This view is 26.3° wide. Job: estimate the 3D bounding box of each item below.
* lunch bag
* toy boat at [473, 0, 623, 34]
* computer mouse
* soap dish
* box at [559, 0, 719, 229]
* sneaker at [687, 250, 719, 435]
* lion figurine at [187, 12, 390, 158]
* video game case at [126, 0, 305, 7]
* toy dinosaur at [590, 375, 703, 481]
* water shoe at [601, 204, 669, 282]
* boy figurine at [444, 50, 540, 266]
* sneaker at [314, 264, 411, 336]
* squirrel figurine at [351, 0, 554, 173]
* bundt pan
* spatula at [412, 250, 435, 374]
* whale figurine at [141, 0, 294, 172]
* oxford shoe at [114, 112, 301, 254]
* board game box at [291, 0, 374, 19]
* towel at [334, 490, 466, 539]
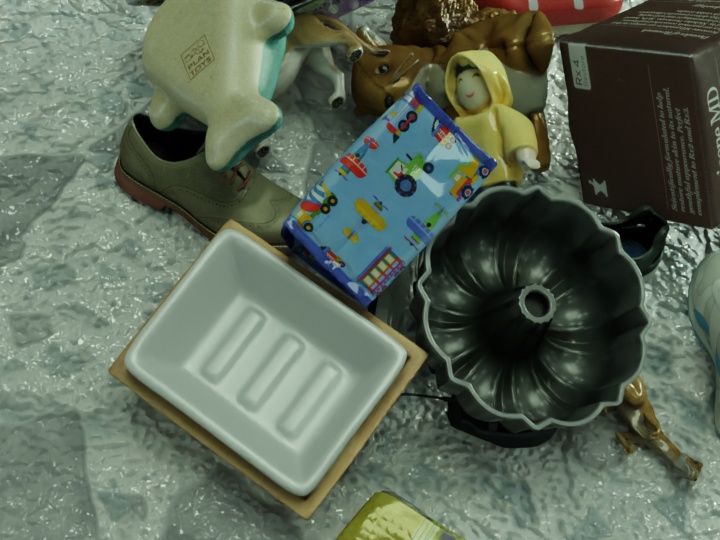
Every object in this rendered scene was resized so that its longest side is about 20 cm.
[{"bbox_3d":[0.011,-0.060,1.256,0.094,0.200,0.151,44,86,-7],"label":"lunch bag"},{"bbox_3d":[0.185,-0.324,1.595,0.198,0.131,0.131,-8,52,-19],"label":"toy boat"},{"bbox_3d":[0.064,0.114,1.268,0.198,0.034,0.059,11,44,5],"label":"computer mouse"},{"bbox_3d":[-0.070,0.077,1.201,0.199,0.081,0.158,34,76,16],"label":"soap dish"},{"bbox_3d":[0.318,-0.160,1.429,0.199,0.168,0.164,-28,27,-31],"label":"box"},{"bbox_3d":[0.339,0.055,1.346,0.076,0.081,0.201,3,49,-8],"label":"sneaker"},{"bbox_3d":[-0.082,-0.187,1.426,0.199,0.073,0.123,-29,56,-6],"label":"lion figurine"},{"bbox_3d":[-0.088,-0.274,1.407,0.181,0.199,0.022,-5,86,-40],"label":"video game case"},{"bbox_3d":[0.221,0.098,1.308,0.105,0.060,0.202,1,57,-36],"label":"toy dinosaur"},{"bbox_3d":[0.186,-0.008,1.362,0.199,0.079,0.072,-22,58,-28],"label":"water shoe"},{"bbox_3d":[0.109,-0.097,1.340,0.064,0.124,0.202,8,80,-37],"label":"boy figurine"},{"bbox_3d":[0.000,0.000,1.322,0.080,0.077,0.201,-6,39,16],"label":"sneaker"},{"bbox_3d":[0.080,-0.194,1.483,0.184,0.143,0.201,-4,36,-3],"label":"squirrel figurine"},{"bbox_3d":[0.128,0.037,1.237,0.200,0.076,0.204,6,70,-16],"label":"bundt pan"},{"bbox_3d":[0.055,-0.003,1.342,0.020,0.057,0.202,-5,64,6],"label":"spatula"},{"bbox_3d":[-0.108,-0.164,1.312,0.104,0.159,0.201,34,25,-46],"label":"whale figurine"},{"bbox_3d":[-0.123,-0.075,1.349,0.198,0.075,0.071,20,48,4],"label":"oxford shoe"},{"bbox_3d":[0.015,-0.275,1.474,0.033,0.198,0.120,66,27,-8],"label":"board game box"},{"bbox_3d":[0.019,0.260,1.135,0.143,0.023,0.200,34,51,15],"label":"towel"}]
